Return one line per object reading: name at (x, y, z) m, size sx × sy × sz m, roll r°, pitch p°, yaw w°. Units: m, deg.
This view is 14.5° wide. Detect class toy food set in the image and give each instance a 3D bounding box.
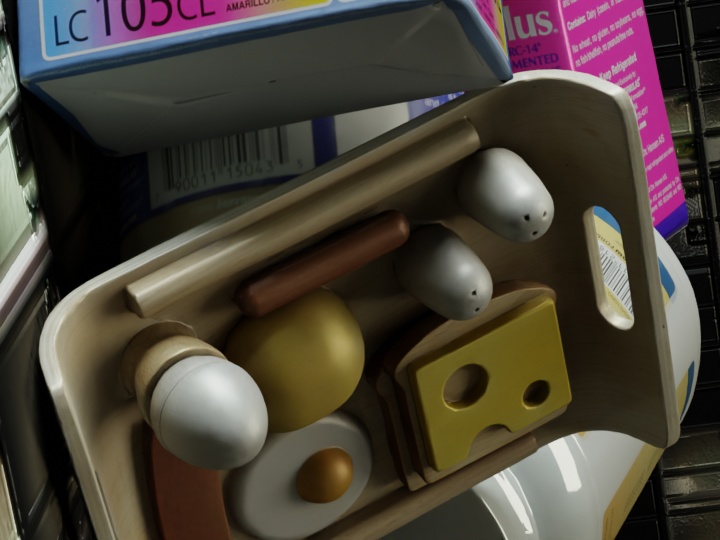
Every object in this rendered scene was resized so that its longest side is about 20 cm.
toy food set at (0.006, 0.042, 0.862) m, size 0.060 × 0.200 × 0.144 m, roll 44°, pitch -26°, yaw 48°

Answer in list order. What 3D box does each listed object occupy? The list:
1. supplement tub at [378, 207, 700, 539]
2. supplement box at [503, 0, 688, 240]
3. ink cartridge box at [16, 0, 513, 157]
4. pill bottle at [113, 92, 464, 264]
supplement tub at (0.035, 0.059, 1.052) m, size 0.200 × 0.144 × 0.145 m, roll -49°, pitch 134°, yaw -55°
supplement box at (0.056, -0.097, 1.165) m, size 0.103 × 0.101 × 0.201 m, roll -31°, pitch 110°, yaw -62°
ink cartridge box at (-0.036, -0.148, 0.869) m, size 0.076 × 0.136 × 0.201 m, roll 51°, pitch 31°, yaw -66°
pill bottle at (-0.027, -0.083, 0.950) m, size 0.120 × 0.119 × 0.201 m, roll 61°, pitch 23°, yaw -71°
